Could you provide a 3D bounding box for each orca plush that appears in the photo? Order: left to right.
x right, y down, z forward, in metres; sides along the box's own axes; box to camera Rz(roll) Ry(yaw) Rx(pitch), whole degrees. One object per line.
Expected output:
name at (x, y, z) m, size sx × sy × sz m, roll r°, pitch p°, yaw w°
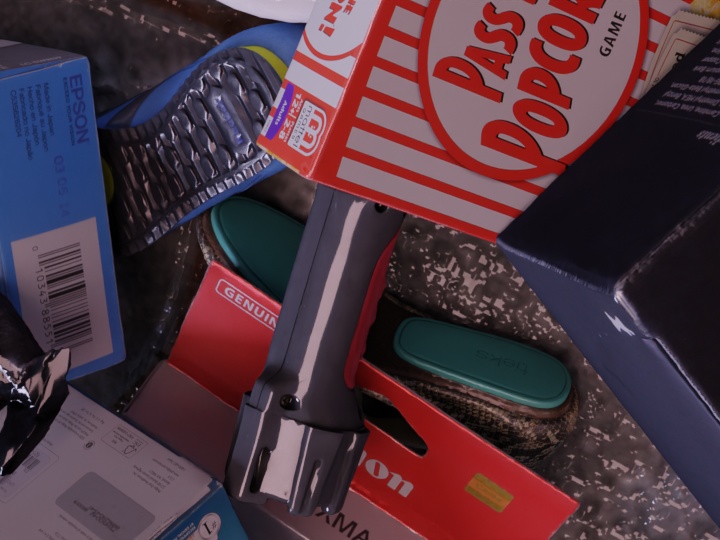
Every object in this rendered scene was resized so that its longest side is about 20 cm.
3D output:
orca plush at (-0.212, 0.017, 0.745) m, size 0.200 × 0.071 × 0.106 m, roll 47°, pitch 136°, yaw 25°

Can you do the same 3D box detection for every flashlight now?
flashlight at (0.000, 0.000, 0.715) m, size 0.067 × 0.068 × 0.202 m, roll 15°, pitch 97°, yaw -3°

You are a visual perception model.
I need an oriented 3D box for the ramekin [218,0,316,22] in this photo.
ramekin at (-0.016, -0.198, 0.701) m, size 0.198 × 0.098 × 0.203 m, roll 5°, pitch 110°, yaw 14°

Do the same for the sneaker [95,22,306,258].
sneaker at (-0.076, -0.060, 0.789) m, size 0.199 × 0.078 × 0.067 m, roll -22°, pitch 97°, yaw 41°

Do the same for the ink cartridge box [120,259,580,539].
ink cartridge box at (-0.021, 0.109, 0.800) m, size 0.199 × 0.045 × 0.177 m, roll 33°, pitch 141°, yaw 2°

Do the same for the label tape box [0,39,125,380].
label tape box at (-0.199, -0.038, 0.814) m, size 0.199 × 0.063 × 0.146 m, roll 16°, pitch 117°, yaw 45°

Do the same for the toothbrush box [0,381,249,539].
toothbrush box at (-0.097, 0.165, 0.777) m, size 0.146 × 0.085 × 0.201 m, roll 25°, pitch 146°, yaw 46°

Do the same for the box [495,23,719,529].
box at (0.193, 0.001, 0.639) m, size 0.200 × 0.117 × 0.197 m, roll -42°, pitch 110°, yaw -6°

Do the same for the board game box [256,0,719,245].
board game box at (0.076, -0.084, 0.663) m, size 0.198 × 0.046 × 0.153 m, roll 16°, pitch 101°, yaw -34°

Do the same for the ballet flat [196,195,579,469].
ballet flat at (0.004, 0.041, 0.801) m, size 0.198 × 0.068 × 0.076 m, roll 27°, pitch 129°, yaw 3°

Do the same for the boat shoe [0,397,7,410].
boat shoe at (-0.210, 0.108, 0.804) m, size 0.062 × 0.199 × 0.072 m, roll -3°, pitch 99°, yaw 37°
